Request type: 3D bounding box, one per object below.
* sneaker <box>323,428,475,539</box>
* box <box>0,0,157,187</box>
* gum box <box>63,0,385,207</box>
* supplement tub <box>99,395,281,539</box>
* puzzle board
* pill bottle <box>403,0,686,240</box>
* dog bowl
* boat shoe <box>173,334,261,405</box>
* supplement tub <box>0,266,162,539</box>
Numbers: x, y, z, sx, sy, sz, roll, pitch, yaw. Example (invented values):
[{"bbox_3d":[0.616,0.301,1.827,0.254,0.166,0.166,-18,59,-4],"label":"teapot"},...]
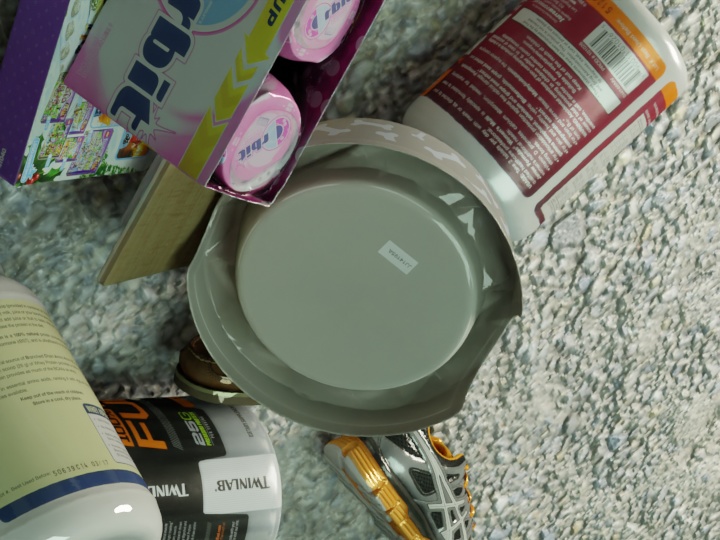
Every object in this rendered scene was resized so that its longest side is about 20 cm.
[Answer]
[{"bbox_3d":[0.048,0.160,1.620,0.077,0.078,0.200,-47,141,-12],"label":"sneaker"},{"bbox_3d":[-0.123,-0.145,1.244,0.137,0.039,0.201,-9,128,-49],"label":"box"},{"bbox_3d":[-0.053,-0.151,1.183,0.066,0.113,0.201,13,109,-57],"label":"gum box"},{"bbox_3d":[-0.158,0.140,1.398,0.199,0.123,0.123,0,122,-40],"label":"supplement tub"},{"bbox_3d":[-0.073,-0.085,1.323,0.200,0.017,0.151,-60,163,18],"label":"puzzle board"},{"bbox_3d":[0.097,-0.089,1.422,0.200,0.110,0.110,-42,138,-4],"label":"pill bottle"},{"bbox_3d":[0.000,0.000,1.346,0.199,0.059,0.201,4,122,7],"label":"dog bowl"},{"bbox_3d":[-0.035,0.033,1.461,0.199,0.072,0.068,-14,125,-43],"label":"boat shoe"},{"bbox_3d":[-0.212,0.093,1.236,0.145,0.200,0.145,-28,159,-12],"label":"supplement tub"}]
